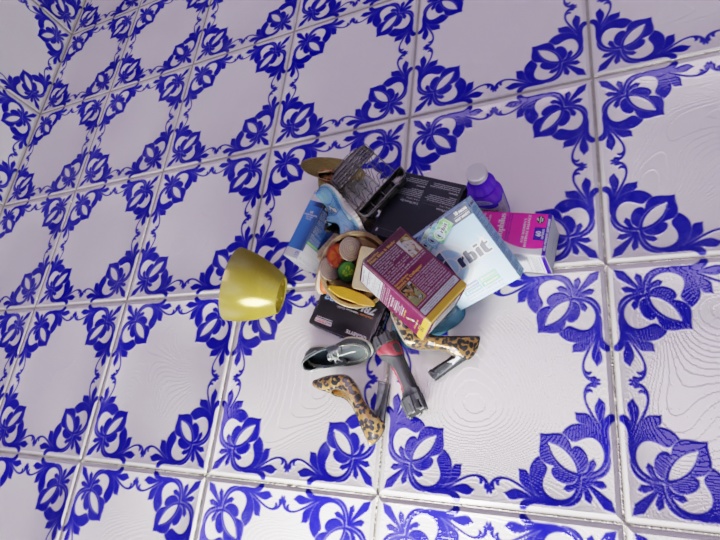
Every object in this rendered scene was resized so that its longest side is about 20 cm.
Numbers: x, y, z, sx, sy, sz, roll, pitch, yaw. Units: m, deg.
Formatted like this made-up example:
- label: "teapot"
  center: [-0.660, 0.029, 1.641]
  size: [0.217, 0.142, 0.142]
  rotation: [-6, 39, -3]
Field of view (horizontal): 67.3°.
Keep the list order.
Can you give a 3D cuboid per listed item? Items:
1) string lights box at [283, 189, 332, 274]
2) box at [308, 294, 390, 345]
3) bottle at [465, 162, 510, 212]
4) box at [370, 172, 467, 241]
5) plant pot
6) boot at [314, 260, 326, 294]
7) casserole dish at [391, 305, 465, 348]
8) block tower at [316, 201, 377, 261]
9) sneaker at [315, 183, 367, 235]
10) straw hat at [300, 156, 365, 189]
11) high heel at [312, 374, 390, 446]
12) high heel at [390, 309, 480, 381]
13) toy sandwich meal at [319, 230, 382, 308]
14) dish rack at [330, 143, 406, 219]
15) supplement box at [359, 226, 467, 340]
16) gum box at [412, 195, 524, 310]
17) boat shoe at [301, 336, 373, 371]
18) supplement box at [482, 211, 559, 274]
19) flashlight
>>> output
- label: "string lights box"
  center: [-0.124, -0.106, 1.495]
  size: [0.058, 0.103, 0.203]
  rotation: [17, 75, 33]
- label: "box"
  center: [-0.011, 0.078, 1.384]
  size: [0.197, 0.050, 0.201]
  rotation: [17, 75, 33]
- label: "bottle"
  center: [0.289, -0.172, 1.245]
  size: [0.082, 0.200, 0.067]
  rotation: [3, 68, 27]
- label: "box"
  center: [0.158, -0.128, 1.354]
  size: [0.198, 0.104, 0.184]
  rotation: [20, 77, 34]
- label: "plant pot"
  center: [-0.280, 0.051, 1.473]
  size: [0.139, 0.201, 0.204]
  rotation: [13, 72, 6]
- label: "boot"
  center: [-0.033, -0.015, 1.368]
  size: [0.106, 0.075, 0.202]
  rotation: [28, 77, 32]
- label: "casserole dish"
  center: [0.156, 0.101, 1.289]
  size: [0.198, 0.039, 0.123]
  rotation: [-30, 58, 12]
- label: "block tower"
  center: [-0.033, -0.090, 1.470]
  size: [0.201, 0.054, 0.058]
  rotation: [-49, 55, 0]
- label: "sneaker"
  center: [-0.068, -0.146, 1.381]
  size: [0.089, 0.079, 0.201]
  rotation: [-37, 52, -2]
- label: "straw hat"
  center: [-0.082, -0.250, 1.547]
  size: [0.200, 0.199, 0.087]
  rotation: [31, 126, 34]
- label: "high heel"
  center: [-0.034, 0.321, 1.254]
  size: [0.196, 0.072, 0.145]
  rotation: [3, 62, 19]
- label: "high heel"
  center: [0.167, 0.130, 1.213]
  size: [0.142, 0.071, 0.201]
  rotation: [-38, 91, 12]
- label: "toy sandwich meal"
  center: [0.000, 0.000, 1.295]
  size: [0.201, 0.070, 0.210]
  rotation: [0, 89, -7]
- label: "dish rack"
  center: [0.012, -0.236, 1.381]
  size: [0.153, 0.055, 0.200]
  rotation: [-45, 61, 2]
- label: "supplement box"
  center: [0.111, 0.028, 1.181]
  size: [0.131, 0.104, 0.200]
  rotation: [-41, 73, -22]
- label: "gum box"
  center: [0.230, -0.034, 1.190]
  size: [0.169, 0.045, 0.201]
  rotation: [-34, 97, 37]
- label: "boat shoe"
  center: [-0.060, 0.212, 1.319]
  size: [0.197, 0.062, 0.074]
  rotation: [-12, 105, 31]
- label: "supplement box"
  center: [0.337, -0.066, 1.231]
  size: [0.197, 0.103, 0.103]
  rotation: [6, 71, 32]
- label: "flashlight"
  center: [0.089, 0.239, 1.248]
  size: [0.067, 0.068, 0.203]
  rotation: [-25, 62, 5]
